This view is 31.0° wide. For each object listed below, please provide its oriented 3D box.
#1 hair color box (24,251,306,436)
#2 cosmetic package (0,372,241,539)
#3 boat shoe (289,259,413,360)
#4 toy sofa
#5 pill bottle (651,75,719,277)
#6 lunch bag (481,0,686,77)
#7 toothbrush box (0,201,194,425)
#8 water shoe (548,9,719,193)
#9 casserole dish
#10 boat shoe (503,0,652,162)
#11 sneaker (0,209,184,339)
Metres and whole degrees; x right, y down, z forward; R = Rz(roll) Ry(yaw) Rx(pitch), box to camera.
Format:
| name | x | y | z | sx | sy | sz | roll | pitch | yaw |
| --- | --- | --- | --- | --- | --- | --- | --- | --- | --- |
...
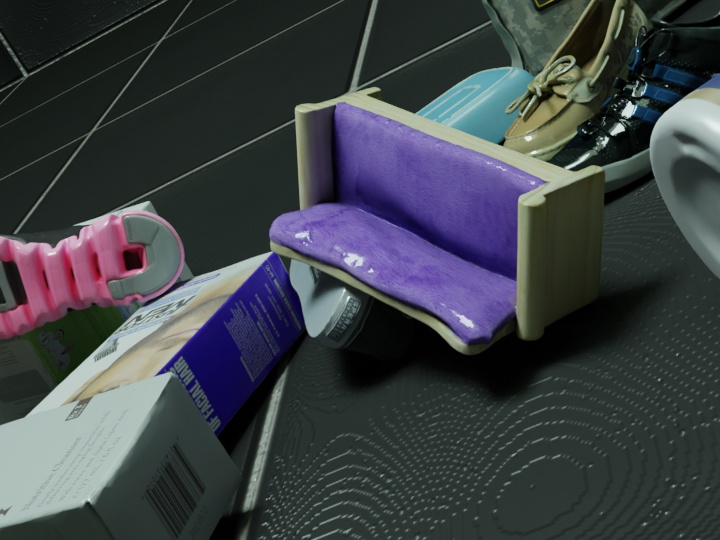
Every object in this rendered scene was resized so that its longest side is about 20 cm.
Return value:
| name | x | y | z | sx | sy | sz | roll | pitch | yaw |
| --- | --- | --- | --- | --- | --- | --- | --- | --- | --- |
| hair color box | -0.125 | 0.068 | 0.840 | 0.109 | 0.065 | 0.200 | -17 | 21 | 31 |
| cosmetic package | -0.178 | 0.138 | 0.706 | 0.199 | 0.081 | 0.113 | -17 | 24 | 26 |
| boat shoe | 0.000 | 0.000 | 0.852 | 0.070 | 0.066 | 0.200 | -60 | 17 | 14 |
| toy sofa | 0.035 | -0.035 | 0.741 | 0.097 | 0.083 | 0.200 | -22 | 34 | -35 |
| pill bottle | 0.246 | -0.078 | 0.605 | 0.200 | 0.111 | 0.111 | -34 | 21 | -9 |
| lunch bag | 0.179 | -0.266 | 1.067 | 0.200 | 0.164 | 0.117 | -37 | 18 | -16 |
| toothbrush box | -0.250 | 0.042 | 1.056 | 0.145 | 0.086 | 0.200 | -15 | 27 | 30 |
| water shoe | 0.193 | -0.124 | 0.847 | 0.199 | 0.079 | 0.071 | -33 | 21 | -6 |
| casserole dish | 0.062 | -0.104 | 1.024 | 0.200 | 0.039 | 0.121 | -37 | 15 | -13 |
| boat shoe | 0.156 | -0.142 | 0.961 | 0.073 | 0.063 | 0.200 | -10 | 29 | 43 |
| sneaker | -0.221 | -0.001 | 0.949 | 0.199 | 0.079 | 0.095 | -7 | 9 | 3 |
